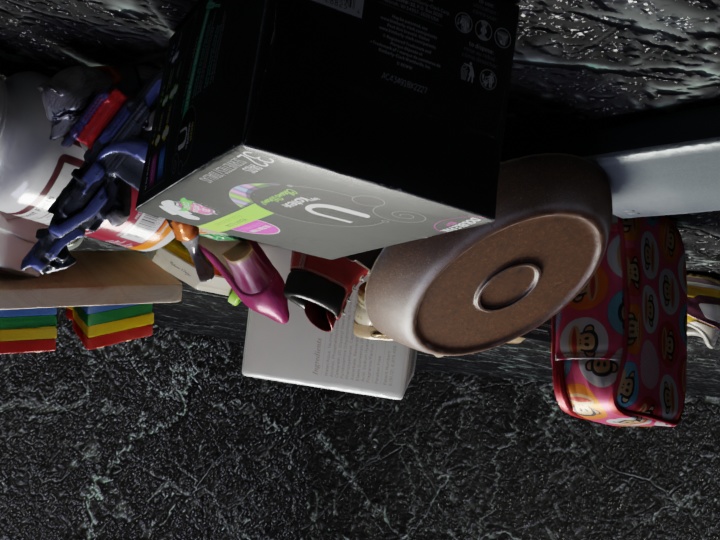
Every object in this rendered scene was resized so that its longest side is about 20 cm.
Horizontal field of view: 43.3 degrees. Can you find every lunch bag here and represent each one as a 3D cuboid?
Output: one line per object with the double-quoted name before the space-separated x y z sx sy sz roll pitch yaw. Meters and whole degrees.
"lunch bag" 0.248 0.042 0.831 0.082 0.201 0.176 -7 162 42

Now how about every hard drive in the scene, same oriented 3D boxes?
"hard drive" 0.240 -0.075 0.646 0.139 0.033 0.199 17 167 -39

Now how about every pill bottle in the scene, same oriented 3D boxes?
"pill bottle" -0.238 -0.091 0.736 0.113 0.114 0.200 0 167 41

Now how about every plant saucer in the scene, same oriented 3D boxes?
"plant saucer" 0.100 0.001 0.657 0.199 0.035 0.201 -17 144 -13

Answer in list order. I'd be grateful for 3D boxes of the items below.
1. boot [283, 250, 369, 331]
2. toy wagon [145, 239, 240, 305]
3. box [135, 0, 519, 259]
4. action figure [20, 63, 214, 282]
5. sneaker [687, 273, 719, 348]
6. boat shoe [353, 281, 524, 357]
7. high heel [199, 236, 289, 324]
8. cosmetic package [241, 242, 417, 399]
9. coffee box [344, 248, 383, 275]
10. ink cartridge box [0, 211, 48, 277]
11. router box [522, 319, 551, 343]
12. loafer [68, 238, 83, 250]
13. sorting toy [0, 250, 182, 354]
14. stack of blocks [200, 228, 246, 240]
"boot" 0.000 0.000 0.969 0.072 0.145 0.199 -3 166 45
"toy wagon" -0.193 -0.029 1.128 0.155 0.040 0.200 31 -161 1
"box" -0.029 -0.089 0.532 0.148 0.125 0.200 14 168 -25
"action figure" -0.170 -0.075 0.689 0.193 0.200 0.105 43 -170 -38
"sneaker" 0.339 0.050 1.114 0.199 0.091 0.075 0 168 39
"boat shoe" 0.092 0.060 1.022 0.199 0.065 0.071 10 -163 0
"high heel" -0.133 -0.008 1.047 0.096 0.067 0.200 61 166 -27
"cosmetic package" -0.026 0.053 1.139 0.199 0.167 0.167 8 -175 7
"coffee box" 0.077 -0.038 0.718 0.200 0.115 0.080 20 -170 -46
"ink cartridge box" -0.403 -0.083 0.833 0.199 0.145 0.145 6 171 13
"router box" 0.198 0.024 1.004 0.199 0.062 0.150 12 -163 -18
"loafer" -0.467 -0.076 1.198 0.199 0.076 0.070 5 159 -7
"sorting toy" -0.305 0.031 0.932 0.198 0.070 0.200 -2 -169 -26
"stack of blocks" -0.181 -0.072 0.957 0.199 0.059 0.115 0 167 42
